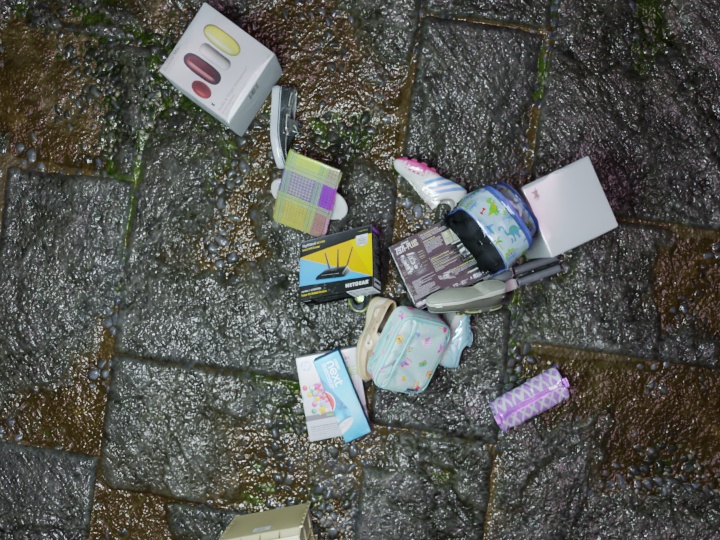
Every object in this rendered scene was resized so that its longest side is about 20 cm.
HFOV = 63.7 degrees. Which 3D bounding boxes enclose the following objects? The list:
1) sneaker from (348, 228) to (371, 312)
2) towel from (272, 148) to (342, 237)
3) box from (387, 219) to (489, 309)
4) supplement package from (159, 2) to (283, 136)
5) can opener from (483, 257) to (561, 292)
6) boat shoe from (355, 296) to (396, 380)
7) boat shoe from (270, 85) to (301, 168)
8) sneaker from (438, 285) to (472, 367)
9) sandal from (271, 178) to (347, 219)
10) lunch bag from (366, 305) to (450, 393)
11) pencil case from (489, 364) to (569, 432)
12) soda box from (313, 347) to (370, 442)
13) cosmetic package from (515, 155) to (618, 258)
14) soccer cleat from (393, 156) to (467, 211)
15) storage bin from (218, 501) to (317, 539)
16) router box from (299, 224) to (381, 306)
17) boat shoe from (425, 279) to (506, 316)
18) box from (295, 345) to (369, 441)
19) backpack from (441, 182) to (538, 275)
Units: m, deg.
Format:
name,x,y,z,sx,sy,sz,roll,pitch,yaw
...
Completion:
name,x,y,z,sx,sy,sz,roll,pitch,yaw
sneaker,0.000,0.000,1.393,0.072,0.081,0.206,-4,90,0
towel,-0.128,-0.175,1.373,0.141,0.023,0.203,21,126,3
box,0.184,-0.022,1.388,0.197,0.086,0.167,-26,90,0
supplement package,-0.321,-0.466,1.364,0.198,0.147,0.193,35,90,0
can opener,0.391,0.012,1.396,0.196,0.067,0.055,-19,90,1
boat shoe,0.040,0.166,1.387,0.070,0.064,0.205,11,88,-44
boat shoe,-0.178,-0.350,1.399,0.069,0.072,0.206,-2,88,5
sneaker,0.241,0.139,1.404,0.081,0.074,0.204,23,93,-18
sandal,-0.120,-0.187,1.408,0.198,0.050,0.084,20,129,6
lunch bag,0.107,0.189,1.342,0.157,0.077,0.204,14,108,-31
pencil case,0.406,0.310,1.387,0.197,0.085,0.085,-30,88,1
soda box,-0.043,0.291,1.363,0.067,0.064,0.204,-22,89,-1
cosmetic package,0.446,-0.136,1.329,0.164,0.200,0.170,-24,90,1
soccer cleat,0.162,-0.202,1.396,0.196,0.070,0.088,24,86,0
storage bin,-0.210,0.627,1.338,0.195,0.199,0.096,-10,86,1
router box,-0.049,-0.009,1.348,0.196,0.051,0.153,-12,67,26
boat shoe,0.242,0.073,1.323,0.197,0.072,0.062,-11,117,-14
box,-0.066,0.299,1.414,0.152,0.041,0.205,-10,89,0
backpack,0.289,-0.097,1.246,0.146,0.200,0.184,-39,89,-1
